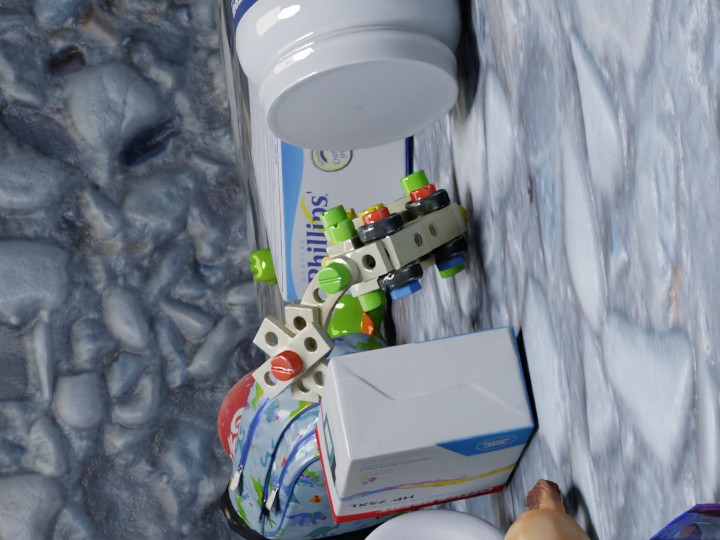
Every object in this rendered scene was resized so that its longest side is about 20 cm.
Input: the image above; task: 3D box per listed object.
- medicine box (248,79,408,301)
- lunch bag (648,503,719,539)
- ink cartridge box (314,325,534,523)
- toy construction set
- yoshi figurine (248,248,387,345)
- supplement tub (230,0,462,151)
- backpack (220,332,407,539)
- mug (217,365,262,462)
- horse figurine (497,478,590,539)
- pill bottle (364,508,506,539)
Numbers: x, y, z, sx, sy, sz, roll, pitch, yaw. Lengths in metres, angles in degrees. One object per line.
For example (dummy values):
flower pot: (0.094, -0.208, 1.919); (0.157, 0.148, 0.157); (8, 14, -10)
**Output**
medicine box: (-0.028, -0.111, 1.957); (0.200, 0.102, 0.183); (-105, 11, -48)
lunch bag: (0.129, 0.205, 0.909); (0.200, 0.123, 0.171); (-81, -10, -60)
ink cartridge box: (0.036, 0.104, 1.582); (0.200, 0.116, 0.068); (100, 159, -71)
toy construction set: (0.000, 0.000, 1.634); (0.092, 0.131, 0.200); (59, -144, -16)
yoshi figurine: (-0.030, 0.006, 2.140); (0.112, 0.112, 0.201); (60, -164, -65)
supplement tub: (-0.014, -0.190, 1.588); (0.145, 0.144, 0.201); (98, 163, -66)
backpack: (-0.024, 0.138, 2.043); (0.154, 0.162, 0.201); (-119, 28, -50)
mug: (-0.033, 0.200, 2.395); (0.134, 0.177, 0.200); (-55, 29, 19)
horse figurine: (0.102, 0.191, 1.362); (0.133, 0.050, 0.201); (115, 156, -54)
pill bottle: (0.050, 0.260, 1.639); (0.112, 0.111, 0.201); (-105, 11, -49)
